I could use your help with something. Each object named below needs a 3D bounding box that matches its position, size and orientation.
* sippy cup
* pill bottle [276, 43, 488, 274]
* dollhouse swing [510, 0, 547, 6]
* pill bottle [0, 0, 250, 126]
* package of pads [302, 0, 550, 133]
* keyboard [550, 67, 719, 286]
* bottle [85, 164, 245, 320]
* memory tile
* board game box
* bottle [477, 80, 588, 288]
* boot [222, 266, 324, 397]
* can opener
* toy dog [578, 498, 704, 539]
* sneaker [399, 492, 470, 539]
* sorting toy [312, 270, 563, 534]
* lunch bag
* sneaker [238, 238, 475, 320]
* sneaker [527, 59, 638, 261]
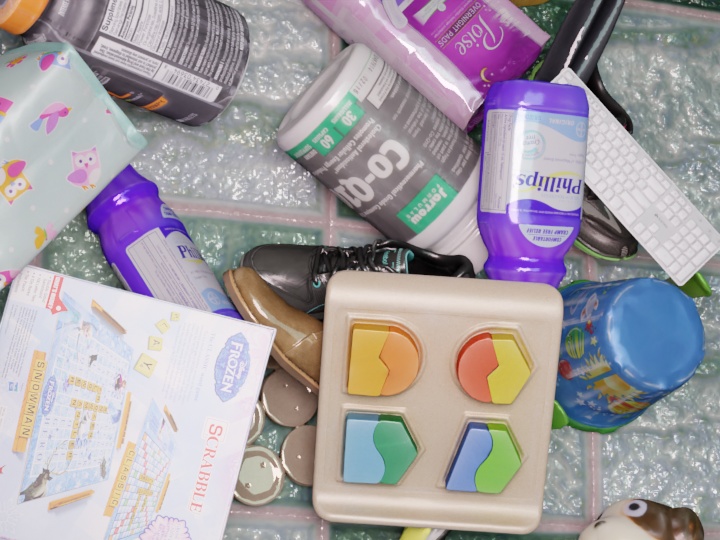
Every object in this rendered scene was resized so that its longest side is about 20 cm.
[{"bbox_3d":[0.225,0.065,1.326,0.139,0.130,0.178,19,73,-13],"label":"sippy cup"},{"bbox_3d":[0.037,-0.088,1.301,0.200,0.113,0.113,39,68,-14],"label":"pill bottle"},{"bbox_3d":[0.175,-0.364,1.397,0.175,0.182,0.201,-13,81,-1],"label":"dollhouse swing"},{"bbox_3d":[-0.194,-0.194,1.221,0.200,0.106,0.107,20,70,-37],"label":"pill bottle"},{"bbox_3d":[0.054,-0.221,1.355,0.200,0.076,0.121,43,69,2],"label":"package of pads"},{"bbox_3d":[0.220,-0.078,1.289,0.056,0.011,0.200,-43,92,-12],"label":"keyboard"},{"bbox_3d":[-0.165,-0.011,1.233,0.065,0.084,0.200,-35,76,6],"label":"bottle"},{"bbox_3d":[-0.081,0.114,1.271,0.200,0.017,0.154,-18,84,-21],"label":"memory tile"},{"bbox_3d":[-0.182,0.115,1.139,0.199,0.041,0.201,15,82,-5],"label":"board game box"},{"bbox_3d":[0.136,-0.050,1.239,0.083,0.065,0.201,4,92,-22],"label":"bottle"},{"bbox_3d":[-0.027,0.059,1.242,0.075,0.074,0.200,-42,102,12],"label":"boot"},{"bbox_3d":[0.175,-0.163,1.337,0.079,0.063,0.200,26,85,32],"label":"can opener"},{"bbox_3d":[0.237,0.290,1.277,0.193,0.139,0.201,4,76,-32],"label":"toy dog"},{"bbox_3d":[0.061,0.144,1.290,0.090,0.078,0.200,21,69,2],"label":"sneaker"},{"bbox_3d":[0.059,0.105,1.202,0.185,0.036,0.201,4,100,-1],"label":"sorting toy"},{"bbox_3d":[-0.283,-0.083,1.161,0.170,0.200,0.122,-48,121,-19],"label":"lunch bag"},{"bbox_3d":[0.000,0.000,1.277,0.199,0.079,0.076,8,53,-7],"label":"sneaker"},{"bbox_3d":[0.204,-0.104,1.381,0.077,0.084,0.201,-14,83,-28],"label":"sneaker"}]
